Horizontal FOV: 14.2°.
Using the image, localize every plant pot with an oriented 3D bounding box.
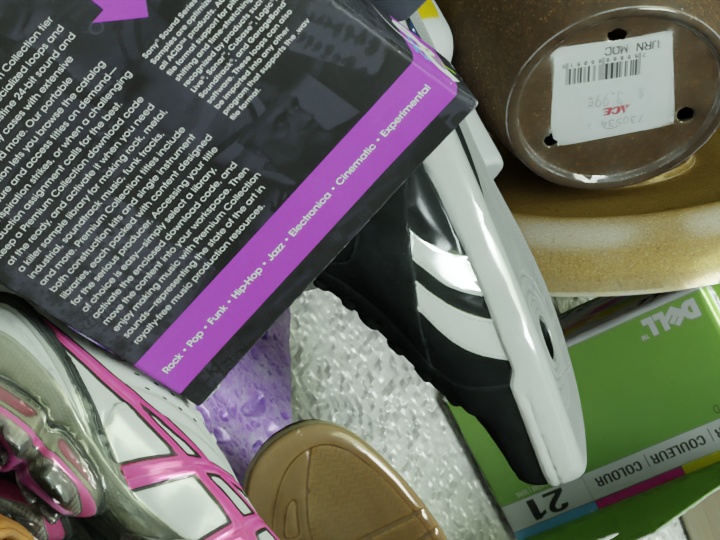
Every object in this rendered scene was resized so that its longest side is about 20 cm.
[{"bbox_3d":[0.082,-0.134,1.181,0.186,0.187,0.201,29,31,-34],"label":"plant pot"},{"bbox_3d":[0.106,-0.035,1.193,0.200,0.199,0.028,-31,121,-51],"label":"plant pot"}]

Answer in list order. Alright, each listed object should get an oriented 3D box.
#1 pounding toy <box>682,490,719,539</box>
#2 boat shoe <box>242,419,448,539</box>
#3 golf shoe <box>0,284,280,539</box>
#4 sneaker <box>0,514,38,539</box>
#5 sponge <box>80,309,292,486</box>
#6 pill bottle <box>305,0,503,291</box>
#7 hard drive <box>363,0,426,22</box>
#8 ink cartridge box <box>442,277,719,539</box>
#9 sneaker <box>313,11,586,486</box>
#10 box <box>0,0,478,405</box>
[{"bbox_3d":[0.277,0.151,1.313,0.184,0.142,0.201,-9,76,-49],"label":"pounding toy"},{"bbox_3d":[0.010,0.134,1.075,0.201,0.072,0.072,57,-4,-24],"label":"boat shoe"},{"bbox_3d":[-0.064,0.079,0.981,0.200,0.072,0.092,43,45,-16],"label":"golf shoe"},{"bbox_3d":[-0.090,0.157,0.929,0.073,0.084,0.200,-46,116,-24],"label":"sneaker"},{"bbox_3d":[-0.073,0.070,1.060,0.111,0.030,0.201,23,53,-39],"label":"sponge"},{"bbox_3d":[-0.034,-0.102,1.117,0.114,0.114,0.201,-21,77,-51],"label":"pill bottle"},{"bbox_3d":[-0.053,-0.158,0.986,0.199,0.042,0.135,24,37,-1],"label":"hard drive"},{"bbox_3d":[0.100,0.059,1.163,0.200,0.147,0.076,-29,92,-51],"label":"ink cartridge box"},{"bbox_3d":[0.000,0.000,1.034,0.073,0.111,0.201,-79,147,-68],"label":"sneaker"},{"bbox_3d":[-0.079,-0.058,0.917,0.200,0.143,0.036,34,16,-36],"label":"box"}]
